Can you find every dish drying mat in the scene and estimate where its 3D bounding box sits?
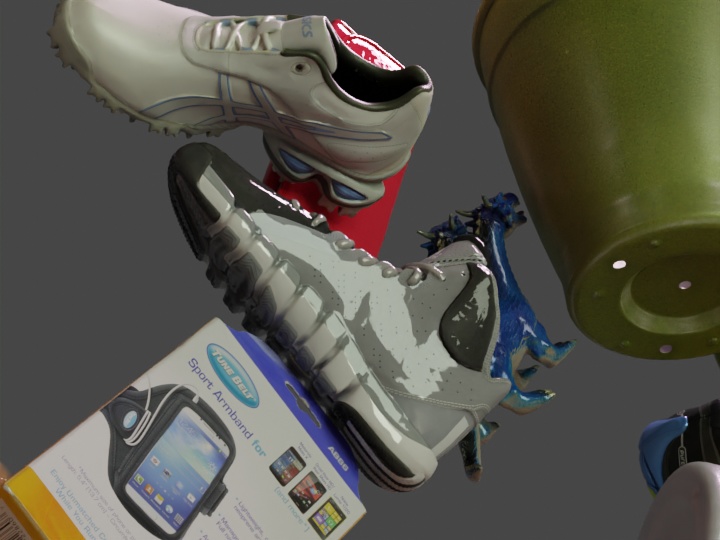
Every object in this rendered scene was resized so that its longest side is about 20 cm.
[{"bbox_3d":[-0.010,-0.055,1.290,0.077,0.018,0.201,40,40,-19],"label":"dish drying mat"}]

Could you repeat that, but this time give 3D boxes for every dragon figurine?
[{"bbox_3d":[0.054,0.035,1.254,0.099,0.059,0.200,47,38,-9],"label":"dragon figurine"}]

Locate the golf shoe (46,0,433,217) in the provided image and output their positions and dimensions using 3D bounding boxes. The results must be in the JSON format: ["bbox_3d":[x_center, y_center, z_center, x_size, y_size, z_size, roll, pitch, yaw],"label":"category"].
[{"bbox_3d":[-0.055,-0.109,1.210,0.199,0.097,0.079,21,46,-20],"label":"golf shoe"}]

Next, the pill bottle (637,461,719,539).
[{"bbox_3d":[0.250,0.178,1.264,0.199,0.112,0.112,17,48,-12],"label":"pill bottle"}]

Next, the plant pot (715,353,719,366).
[{"bbox_3d":[0.315,0.009,1.446,0.192,0.200,0.201,-25,81,-41],"label":"plant pot"}]

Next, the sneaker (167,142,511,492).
[{"bbox_3d":[0.000,0.000,1.174,0.115,0.075,0.201,-37,91,-17],"label":"sneaker"}]

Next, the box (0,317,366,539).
[{"bbox_3d":[-0.078,0.106,1.081,0.119,0.041,0.200,53,35,-1],"label":"box"}]

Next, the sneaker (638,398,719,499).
[{"bbox_3d":[0.249,0.131,1.365,0.199,0.083,0.071,29,44,-28],"label":"sneaker"}]

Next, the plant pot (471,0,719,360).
[{"bbox_3d":[0.169,-0.063,1.329,0.200,0.200,0.194,24,44,-32],"label":"plant pot"}]
